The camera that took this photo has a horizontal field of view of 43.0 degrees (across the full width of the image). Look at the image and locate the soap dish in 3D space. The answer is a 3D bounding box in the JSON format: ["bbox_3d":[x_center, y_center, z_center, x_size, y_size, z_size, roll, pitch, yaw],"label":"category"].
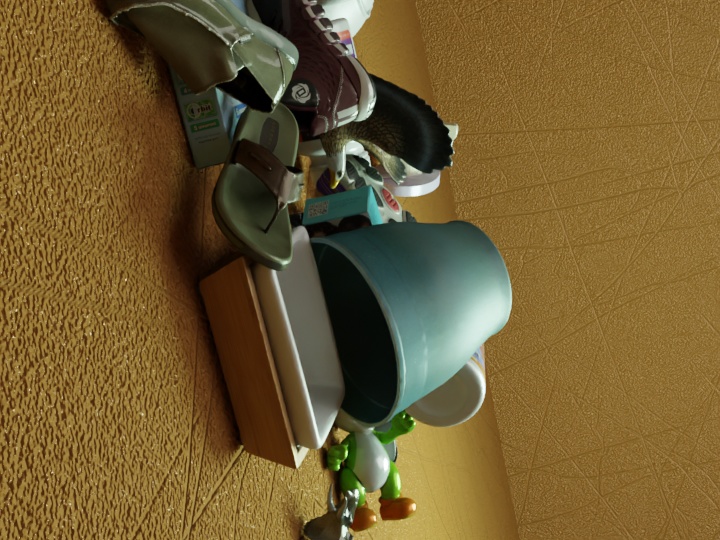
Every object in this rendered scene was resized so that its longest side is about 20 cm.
[{"bbox_3d":[-0.081,0.066,0.877,0.157,0.080,0.204,-57,136,-72],"label":"soap dish"}]

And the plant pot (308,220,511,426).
[{"bbox_3d":[0.053,0.035,0.975,0.199,0.186,0.203,36,-43,43],"label":"plant pot"}]

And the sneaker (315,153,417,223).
[{"bbox_3d":[0.018,-0.052,1.162,0.202,0.083,0.081,56,40,-4],"label":"sneaker"}]

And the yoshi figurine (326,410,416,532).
[{"bbox_3d":[0.013,0.212,1.135,0.112,0.110,0.204,11,66,-69],"label":"yoshi figurine"}]

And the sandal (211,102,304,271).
[{"bbox_3d":[-0.083,-0.089,0.813,0.079,0.057,0.204,25,46,-29],"label":"sandal"}]

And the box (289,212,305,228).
[{"bbox_3d":[-0.053,0.013,1.129,0.200,0.043,0.163,-10,89,-78],"label":"box"}]

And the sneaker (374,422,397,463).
[{"bbox_3d":[0.046,0.199,1.280,0.075,0.104,0.202,-81,157,-56],"label":"sneaker"}]

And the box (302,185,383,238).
[{"bbox_3d":[0.000,0.000,1.089,0.050,0.081,0.202,-85,160,-49],"label":"box"}]

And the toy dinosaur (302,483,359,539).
[{"bbox_3d":[-0.026,0.339,0.975,0.102,0.076,0.204,35,50,-56],"label":"toy dinosaur"}]

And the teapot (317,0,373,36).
[{"bbox_3d":[-0.039,-0.412,1.302,0.197,0.143,0.204,48,35,-66],"label":"teapot"}]

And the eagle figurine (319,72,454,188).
[{"bbox_3d":[-0.007,-0.168,1.063,0.152,0.196,0.153,110,-28,-42],"label":"eagle figurine"}]

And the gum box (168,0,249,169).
[{"bbox_3d":[-0.144,-0.218,0.908,0.170,0.044,0.204,-59,136,-71],"label":"gum box"}]

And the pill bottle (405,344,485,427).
[{"bbox_3d":[0.104,0.097,1.178,0.201,0.110,0.114,-80,156,-59],"label":"pill bottle"}]

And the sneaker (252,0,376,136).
[{"bbox_3d":[-0.081,-0.220,0.939,0.201,0.115,0.076,51,-26,15],"label":"sneaker"}]

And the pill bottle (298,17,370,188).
[{"bbox_3d":[-0.046,-0.215,1.189,0.112,0.109,0.204,-61,138,-71],"label":"pill bottle"}]

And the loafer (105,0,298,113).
[{"bbox_3d":[-0.130,-0.190,0.779,0.198,0.074,0.071,17,73,-45],"label":"loafer"}]

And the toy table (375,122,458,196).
[{"bbox_3d":[0.086,-0.221,1.694,0.201,0.180,0.119,-94,-174,-68],"label":"toy table"}]

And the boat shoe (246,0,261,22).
[{"bbox_3d":[-0.122,-0.339,1.036,0.086,0.073,0.206,-39,116,-76],"label":"boat shoe"}]
